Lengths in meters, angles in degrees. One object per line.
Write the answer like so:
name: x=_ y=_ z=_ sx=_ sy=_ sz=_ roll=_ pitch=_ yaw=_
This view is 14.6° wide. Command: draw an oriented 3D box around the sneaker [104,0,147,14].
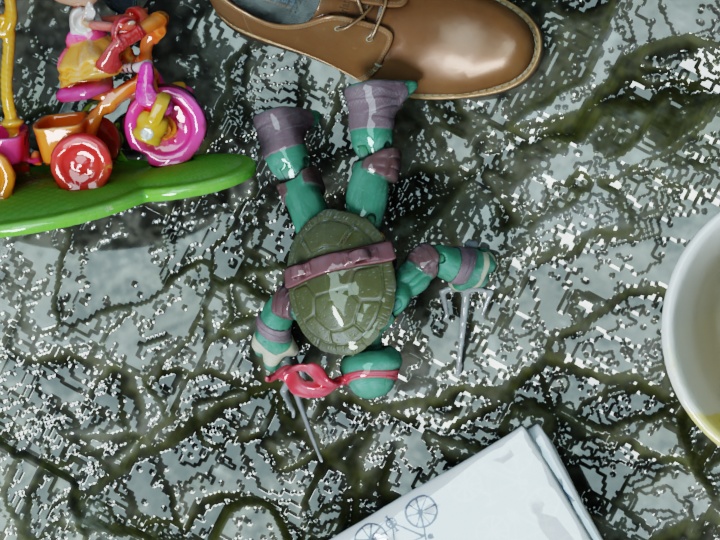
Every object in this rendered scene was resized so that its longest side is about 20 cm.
sneaker: x=-0.080 y=-0.228 z=1.606 sx=0.086 sy=0.078 sz=0.200 roll=30 pitch=94 yaw=5

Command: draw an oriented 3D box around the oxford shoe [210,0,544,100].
oxford shoe: x=0.005 y=-0.140 z=1.594 sx=0.199 sy=0.071 sz=0.072 roll=12 pitch=89 yaw=7

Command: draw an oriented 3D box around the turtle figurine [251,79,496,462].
turtle figurine: x=0.000 y=0.000 z=1.583 sx=0.149 sy=0.101 sz=0.201 roll=-11 pitch=82 yaw=9

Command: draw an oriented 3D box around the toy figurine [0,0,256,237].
toy figurine: x=-0.169 y=-0.128 z=1.560 sx=0.199 sy=0.150 sz=0.185 roll=-7 pitch=104 yaw=5

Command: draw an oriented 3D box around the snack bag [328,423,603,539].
snack bag: x=0.066 y=0.216 z=1.565 sx=0.188 sy=0.021 sz=0.200 roll=-30 pitch=84 yaw=6

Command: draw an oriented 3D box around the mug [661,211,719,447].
mug: x=0.235 y=0.048 z=1.512 sx=0.149 sy=0.153 sz=0.187 roll=16 pitch=92 yaw=9
